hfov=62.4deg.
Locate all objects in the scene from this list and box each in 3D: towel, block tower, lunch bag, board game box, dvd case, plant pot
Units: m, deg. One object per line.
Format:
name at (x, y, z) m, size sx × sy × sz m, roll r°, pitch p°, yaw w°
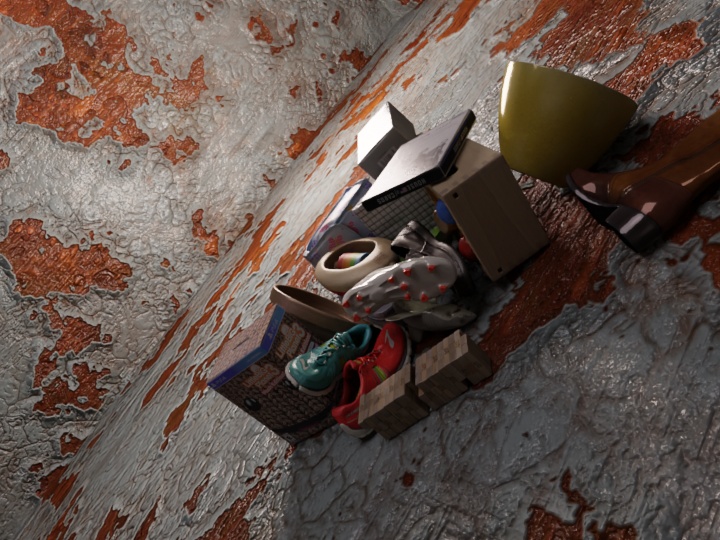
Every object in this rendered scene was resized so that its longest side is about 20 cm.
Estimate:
towel at (0.109, -0.123, 1.110) m, size 0.199 × 0.166 × 0.086 m, roll -35°, pitch 22°, yaw 32°
block tower at (0.085, 0.160, 0.820) m, size 0.199 × 0.058 × 0.054 m, roll -38°, pitch 23°, yaw 26°
lunch bag at (0.001, -0.054, 1.207) m, size 0.201 × 0.169 × 0.127 m, roll -54°, pitch 16°, yaw -18°
board game box at (-0.129, 0.183, 1.018) m, size 0.159 × 0.200 × 0.097 m, roll -35°, pitch 24°, yaw 34°
dvd case at (0.095, -0.177, 0.944) m, size 0.149 × 0.025 × 0.201 m, roll -21°, pitch 24°, yaw 38°
plant pot at (0.287, -0.208, 0.893) m, size 0.200 × 0.198 × 0.144 m, roll -120°, pitch 48°, yaw -69°
plant pot at (-0.082, 0.104, 1.096) m, size 0.094 × 0.199 × 0.201 m, roll -69°, pitch 20°, yaw 3°

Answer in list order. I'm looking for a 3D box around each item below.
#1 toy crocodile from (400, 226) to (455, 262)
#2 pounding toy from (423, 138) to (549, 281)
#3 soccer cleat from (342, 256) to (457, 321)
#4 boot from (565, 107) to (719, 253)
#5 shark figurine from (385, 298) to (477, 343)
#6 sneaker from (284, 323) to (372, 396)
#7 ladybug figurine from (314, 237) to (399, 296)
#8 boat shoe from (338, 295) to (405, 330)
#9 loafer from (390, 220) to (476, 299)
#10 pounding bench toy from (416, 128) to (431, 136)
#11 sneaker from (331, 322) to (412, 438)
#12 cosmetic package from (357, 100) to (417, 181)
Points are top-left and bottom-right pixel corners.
toy crocodile at (0.098, -0.016, 1.086) m, size 0.199 × 0.067 × 0.062 m, roll -38°, pitch 29°, yaw 35°
pounding toy at (0.168, -0.081, 0.924) m, size 0.141 × 0.185 × 0.200 m, roll -34°, pitch 21°, yaw 4°
soccer cleat at (0.056, 0.017, 0.891) m, size 0.198 × 0.070 × 0.078 m, roll -22°, pitch 20°, yaw 32°
boot at (0.367, -0.137, 0.730) m, size 0.200 × 0.068 × 0.189 m, roll -44°, pitch 21°, yaw 14°
shark figurine at (0.086, 0.067, 0.962) m, size 0.127 × 0.091 × 0.215 m, roll -18°, pitch 26°, yaw -12°
sneaker at (-0.047, 0.133, 0.938) m, size 0.199 × 0.077 × 0.080 m, roll -24°, pitch -32°, yaw -58°
ladybug figurine at (0.000, 0.000, 1.065) m, size 0.136 × 0.072 × 0.199 m, roll -43°, pitch 26°, yaw -25°
boat shoe at (0.023, 0.068, 1.085) m, size 0.071 × 0.070 × 0.199 m, roll -37°, pitch 24°, yaw -16°
loafer at (0.110, -0.007, 0.935) m, size 0.071 × 0.073 × 0.200 m, roll -35°, pitch 35°, yaw -5°
pounding bench toy at (0.106, -0.193, 1.295) m, size 0.199 × 0.124 × 0.157 m, roll -14°, pitch 40°, yaw 58°
sneaker at (0.016, 0.156, 0.925) m, size 0.077 × 0.085 × 0.201 m, roll -23°, pitch 34°, yaw 48°
cosmetic package at (0.055, -0.259, 1.213) m, size 0.107 × 0.090 × 0.201 m, roll -45°, pitch 23°, yaw 20°
